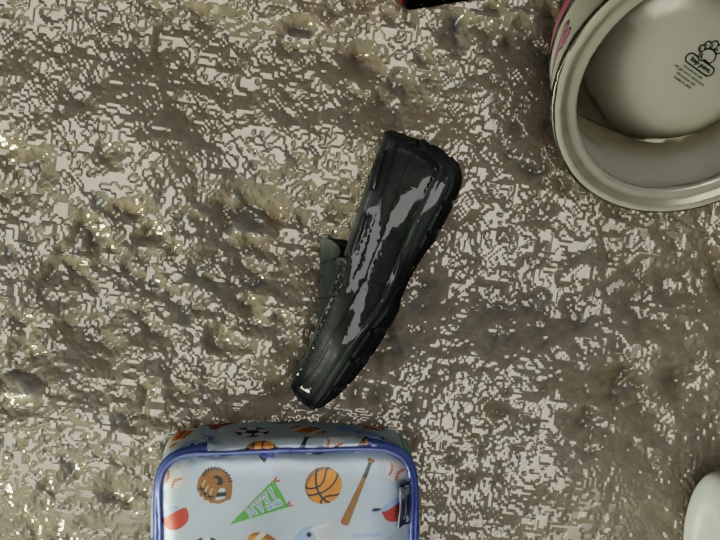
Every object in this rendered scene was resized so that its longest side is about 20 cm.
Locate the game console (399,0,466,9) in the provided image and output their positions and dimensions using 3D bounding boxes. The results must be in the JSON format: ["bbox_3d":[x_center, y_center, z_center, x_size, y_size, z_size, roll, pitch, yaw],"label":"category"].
[{"bbox_3d":[0.123,-0.225,0.910,0.197,0.177,0.032,-9,82,-4],"label":"game console"}]

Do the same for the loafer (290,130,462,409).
[{"bbox_3d":[0.000,0.000,0.977,0.070,0.068,0.203,29,95,12],"label":"loafer"}]

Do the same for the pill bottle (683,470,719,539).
[{"bbox_3d":[0.340,0.205,1.001,0.197,0.112,0.114,4,95,-6],"label":"pill bottle"}]

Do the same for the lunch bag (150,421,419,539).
[{"bbox_3d":[-0.048,0.190,0.984,0.197,0.076,0.163,1,97,-4],"label":"lunch bag"}]

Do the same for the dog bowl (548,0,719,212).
[{"bbox_3d":[0.214,-0.140,0.937,0.197,0.074,0.202,-5,130,-6],"label":"dog bowl"}]
